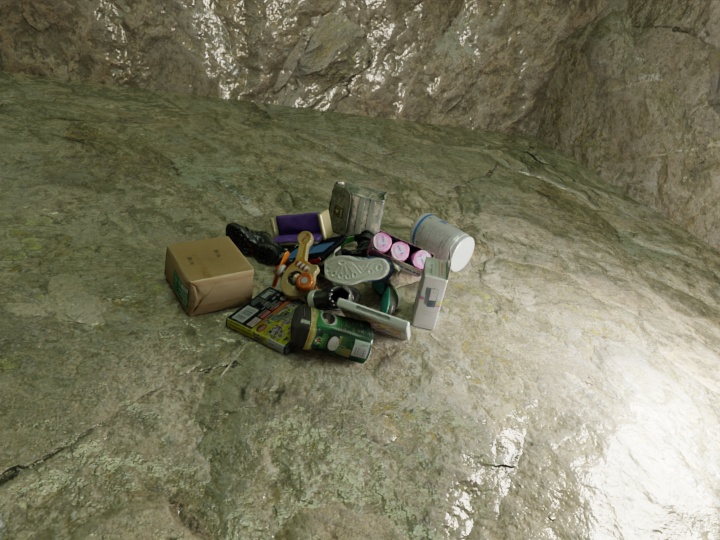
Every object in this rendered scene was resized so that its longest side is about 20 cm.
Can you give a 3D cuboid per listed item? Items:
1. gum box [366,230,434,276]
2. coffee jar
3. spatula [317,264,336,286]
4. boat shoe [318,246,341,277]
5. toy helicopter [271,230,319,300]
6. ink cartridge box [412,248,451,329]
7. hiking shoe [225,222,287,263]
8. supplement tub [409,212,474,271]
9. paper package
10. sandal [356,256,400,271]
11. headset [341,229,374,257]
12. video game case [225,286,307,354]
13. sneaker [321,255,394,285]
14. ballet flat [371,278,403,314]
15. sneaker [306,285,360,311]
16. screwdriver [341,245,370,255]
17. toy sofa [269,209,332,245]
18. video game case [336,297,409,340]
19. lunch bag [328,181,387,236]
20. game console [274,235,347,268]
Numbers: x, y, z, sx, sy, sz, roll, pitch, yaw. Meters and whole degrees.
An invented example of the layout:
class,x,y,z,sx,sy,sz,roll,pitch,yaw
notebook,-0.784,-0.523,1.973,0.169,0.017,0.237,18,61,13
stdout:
class,x,y,z,sx,sy,sz,roll,pitch,yaw
gum box,0.117,-0.053,1.693,0.196,0.068,0.113,24,-9,-6
coffee jar,-0.072,0.152,1.309,0.195,0.087,0.105,16,24,-13
spatula,-0.088,0.026,1.616,0.055,0.021,0.200,-10,36,-32
boat shoe,-0.088,-0.029,1.641,0.070,0.062,0.202,-18,15,9
toy helicopter,-0.172,-0.017,1.493,0.128,0.079,0.205,1,62,12
ink cartridge box,0.196,0.044,1.508,0.065,0.205,0.118,12,28,2
hiking shoe,-0.325,-0.088,1.684,0.197,0.077,0.100,31,24,13
supplement tub,0.275,-0.099,1.865,0.130,0.135,0.199,-17,40,-42
paper package,-0.398,0.008,1.440,0.187,0.106,0.200,-12,37,-34
sandal,0.031,-0.009,1.691,0.196,0.059,0.080,4,-10,19
headset,0.024,-0.068,1.798,0.194,0.096,0.125,-4,33,3
video game case,-0.214,0.122,1.396,0.177,0.026,0.200,22,30,16
sneaker,0.000,0.000,1.557,0.194,0.083,0.146,-3,-2,12
ballet flat,0.085,0.068,1.569,0.067,0.069,0.201,16,27,-19
sneaker,-0.049,0.073,1.450,0.089,0.068,0.198,-11,-6,37
screwdriver,-0.023,-0.056,1.679,0.028,0.030,0.198,-26,13,-32
toy sofa,-0.194,-0.135,1.721,0.195,0.085,0.097,-1,20,27
video game case,0.037,0.125,1.366,0.178,0.023,0.200,19,-11,11
lunch bag,-0.018,-0.205,1.898,0.195,0.168,0.118,13,27,3
game console,-0.150,-0.055,1.635,0.173,0.032,0.200,-14,17,28
